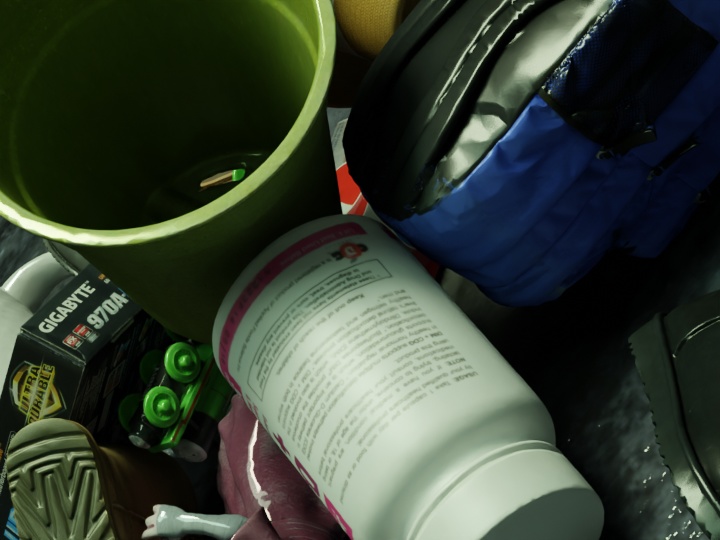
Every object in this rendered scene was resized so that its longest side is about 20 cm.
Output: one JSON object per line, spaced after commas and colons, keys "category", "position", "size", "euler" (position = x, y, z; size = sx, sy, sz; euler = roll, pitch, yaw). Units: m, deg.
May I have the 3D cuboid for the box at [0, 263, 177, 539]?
{"category": "box", "position": [-0.159, 0.084, 1.490], "size": [0.159, 0.046, 0.201], "euler": [-48, -19, -54]}

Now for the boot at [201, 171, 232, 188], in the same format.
{"category": "boot", "position": [-0.101, -0.012, 1.657], "size": [0.200, 0.073, 0.076], "euler": [-27, 49, 35]}

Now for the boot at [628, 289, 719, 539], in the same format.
{"category": "boot", "position": [0.208, 0.037, 1.156], "size": [0.162, 0.073, 0.199], "euler": [-38, 31, 16]}

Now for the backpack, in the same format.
{"category": "backpack", "position": [0.102, -0.079, 1.331], "size": [0.200, 0.168, 0.163], "euler": [-48, 26, 7]}

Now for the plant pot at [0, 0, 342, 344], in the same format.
{"category": "plant pot", "position": [-0.088, -0.055, 1.351], "size": [0.199, 0.190, 0.201], "euler": [-7, 60, 11]}

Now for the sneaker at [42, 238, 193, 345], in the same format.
{"category": "sneaker", "position": [-0.110, -0.012, 1.597], "size": [0.200, 0.074, 0.089], "euler": [26, 99, 34]}

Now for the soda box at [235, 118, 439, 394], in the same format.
{"category": "soda box", "position": [0.000, 0.000, 1.496], "size": [0.070, 0.063, 0.201], "euler": [-19, 43, 47]}

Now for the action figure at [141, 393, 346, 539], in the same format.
{"category": "action figure", "position": [-0.030, 0.155, 1.357], "size": [0.148, 0.134, 0.200], "euler": [-11, 42, 2]}

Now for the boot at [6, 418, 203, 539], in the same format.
{"category": "boot", "position": [-0.124, 0.168, 1.397], "size": [0.066, 0.200, 0.176], "euler": [-8, 77, 9]}

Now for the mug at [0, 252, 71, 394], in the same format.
{"category": "mug", "position": [-0.231, 0.070, 1.666], "size": [0.200, 0.148, 0.175], "euler": [-49, 35, -7]}

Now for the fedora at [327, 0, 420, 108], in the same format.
{"category": "fedora", "position": [0.041, -0.164, 1.418], "size": [0.082, 0.201, 0.201], "euler": [33, 84, 37]}

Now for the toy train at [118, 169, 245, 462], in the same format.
{"category": "toy train", "position": [-0.073, 0.019, 1.456], "size": [0.042, 0.056, 0.201], "euler": [-18, 43, 54]}

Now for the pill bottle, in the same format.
{"category": "pill bottle", "position": [0.023, 0.075, 1.268], "size": [0.113, 0.113, 0.200], "euler": [-47, 54, 8]}
